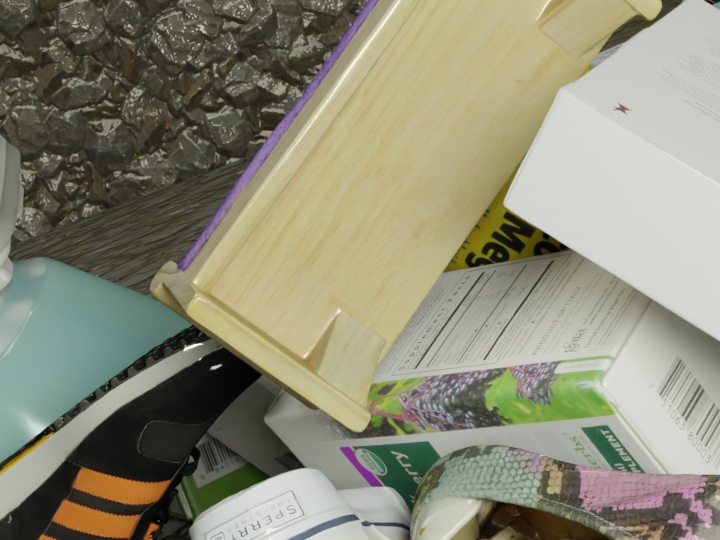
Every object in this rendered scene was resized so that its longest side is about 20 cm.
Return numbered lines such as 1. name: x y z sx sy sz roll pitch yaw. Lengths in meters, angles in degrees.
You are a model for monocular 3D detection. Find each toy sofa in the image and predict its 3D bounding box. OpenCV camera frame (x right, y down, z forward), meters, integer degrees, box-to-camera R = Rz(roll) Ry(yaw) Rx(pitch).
1. toy sofa: 0.012 -0.049 0.823 0.201 0.083 0.098 -54 19 1

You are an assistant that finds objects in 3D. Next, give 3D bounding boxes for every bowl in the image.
1. bowl: -0.165 0.073 1.035 0.201 0.105 0.201 -43 19 19

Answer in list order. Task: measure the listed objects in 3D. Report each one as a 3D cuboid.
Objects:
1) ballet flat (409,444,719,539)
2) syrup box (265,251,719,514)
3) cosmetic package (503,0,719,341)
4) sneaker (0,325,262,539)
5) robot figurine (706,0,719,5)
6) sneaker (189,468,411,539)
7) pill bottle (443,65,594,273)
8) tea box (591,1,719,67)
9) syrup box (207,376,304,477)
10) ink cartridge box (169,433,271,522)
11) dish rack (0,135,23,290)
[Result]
1. ballet flat: 0.062 0.098 0.729 0.071 0.070 0.199 -32 17 -31
2. syrup box: 0.061 0.050 0.850 0.199 0.079 0.082 -11 35 51
3. cosmetic package: 0.164 -0.009 0.749 0.052 0.199 0.151 -63 -14 26
4. sneaker: -0.100 0.099 0.916 0.200 0.090 0.070 -36 2 14
5. robot figurine: 0.240 -0.113 1.365 0.200 0.145 0.058 -33 -4 -42
6. sneaker: -0.013 0.118 0.783 0.073 0.071 0.200 -25 -13 7
7. pill bottle: 0.087 -0.027 0.941 0.113 0.199 0.112 -60 3 5
8. tea box: 0.240 -0.082 1.156 0.195 0.135 0.200 -22 9 -10
9. syrup box: 0.000 0.000 1.075 0.079 0.081 0.201 -28 32 55
10. ink cartridge box: -0.076 0.065 1.216 0.147 0.076 0.200 -25 11 -23
11. dish rack: -0.224 0.022 1.035 0.200 0.043 0.172 -46 18 9
